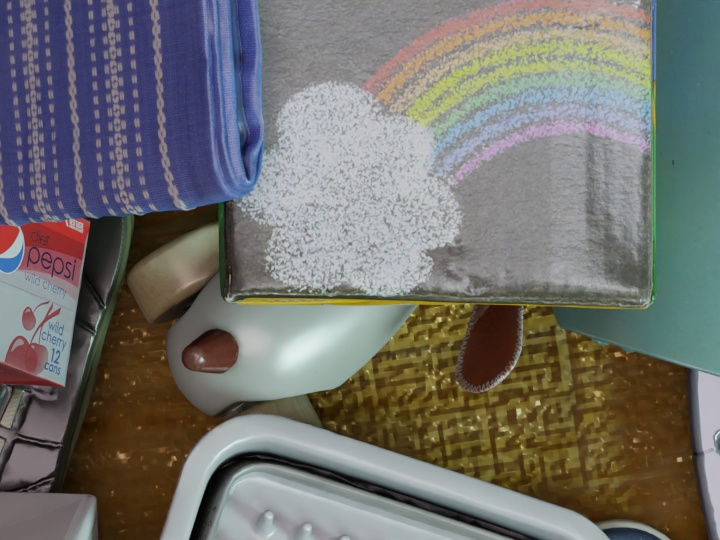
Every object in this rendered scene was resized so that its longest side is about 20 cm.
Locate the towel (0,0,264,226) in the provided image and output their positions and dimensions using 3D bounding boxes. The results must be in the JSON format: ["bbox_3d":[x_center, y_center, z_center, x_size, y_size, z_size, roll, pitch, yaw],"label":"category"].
[{"bbox_3d":[-0.091,-0.086,0.755,0.024,0.199,0.146,-3,90,-39],"label":"towel"}]

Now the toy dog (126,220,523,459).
[{"bbox_3d":[0.000,0.000,0.958,0.132,0.096,0.200,42,93,4],"label":"toy dog"}]

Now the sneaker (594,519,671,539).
[{"bbox_3d":[0.117,0.191,0.952,0.074,0.085,0.202,-17,88,5],"label":"sneaker"}]

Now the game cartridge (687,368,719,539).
[{"bbox_3d":[0.200,0.102,0.971,0.132,0.042,0.201,-20,88,9],"label":"game cartridge"}]

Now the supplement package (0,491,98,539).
[{"bbox_3d":[-0.157,0.193,0.930,0.120,0.120,0.202,2,111,5],"label":"supplement package"}]

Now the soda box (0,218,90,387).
[{"bbox_3d":[-0.200,0.002,0.950,0.199,0.070,0.064,2,77,29],"label":"soda box"}]

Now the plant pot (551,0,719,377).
[{"bbox_3d":[0.148,-0.039,0.882,0.199,0.201,0.162,16,91,5],"label":"plant pot"}]

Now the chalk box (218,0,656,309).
[{"bbox_3d":[0.022,-0.090,0.761,0.123,0.124,0.202,1,89,1],"label":"chalk box"}]

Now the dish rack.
[{"bbox_3d":[-0.005,0.166,0.922,0.170,0.044,0.201,18,72,-3],"label":"dish rack"}]

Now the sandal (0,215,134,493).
[{"bbox_3d":[-0.138,0.050,0.992,0.079,0.057,0.202,26,87,0],"label":"sandal"}]
